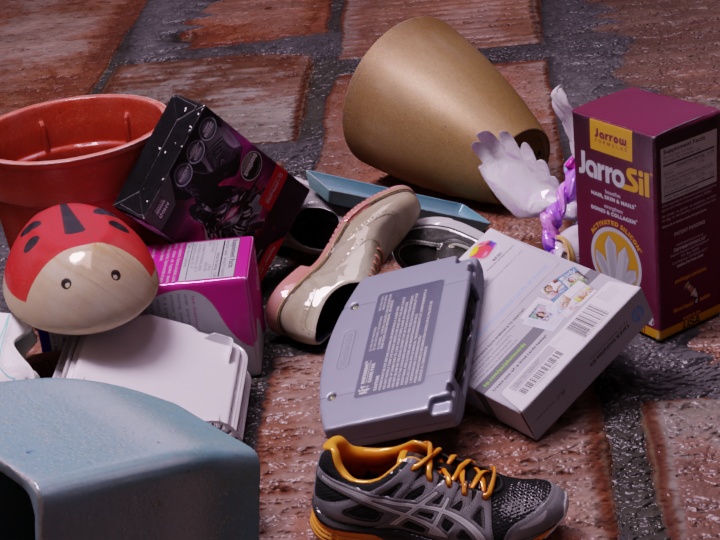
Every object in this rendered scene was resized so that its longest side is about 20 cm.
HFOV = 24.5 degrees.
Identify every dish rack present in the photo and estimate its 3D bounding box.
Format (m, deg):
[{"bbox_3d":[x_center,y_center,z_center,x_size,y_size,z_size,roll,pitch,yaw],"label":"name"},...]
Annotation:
[{"bbox_3d":[-0.175,0.096,1.405,0.170,0.044,0.201,15,27,-7],"label":"dish rack"}]

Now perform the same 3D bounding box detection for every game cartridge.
[{"bbox_3d":[0.033,0.070,1.426,0.132,0.042,0.201,-17,34,25],"label":"game cartridge"}]

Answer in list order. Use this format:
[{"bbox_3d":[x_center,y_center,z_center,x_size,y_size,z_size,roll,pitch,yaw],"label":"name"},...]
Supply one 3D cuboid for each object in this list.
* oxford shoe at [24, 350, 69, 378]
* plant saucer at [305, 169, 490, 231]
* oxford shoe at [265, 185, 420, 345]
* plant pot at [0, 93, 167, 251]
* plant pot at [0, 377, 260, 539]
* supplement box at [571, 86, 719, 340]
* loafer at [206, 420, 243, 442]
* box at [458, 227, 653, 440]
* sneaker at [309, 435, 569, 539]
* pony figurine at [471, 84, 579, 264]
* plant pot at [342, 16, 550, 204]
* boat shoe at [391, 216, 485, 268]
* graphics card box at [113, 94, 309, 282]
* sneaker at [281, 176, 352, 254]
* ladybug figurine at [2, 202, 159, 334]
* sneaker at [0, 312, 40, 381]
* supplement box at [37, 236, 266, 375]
[{"bbox_3d":[-0.298,0.101,1.481,0.198,0.071,0.075,-9,17,-11],"label":"oxford shoe"},{"bbox_3d":[0.039,-0.070,1.745,0.198,0.019,0.070,12,15,-28],"label":"plant saucer"},{"bbox_3d":[0.000,0.000,1.596,0.074,0.071,0.200,27,66,41],"label":"oxford shoe"},{"bbox_3d":[-0.274,-0.051,1.655,0.198,0.197,0.201,-6,24,3],"label":"plant pot"},{"bbox_3d":[-0.178,0.183,1.136,0.199,0.198,0.196,-11,22,-38],"label":"plant pot"},{"bbox_3d":[0.263,-0.054,1.518,0.085,0.202,0.110,-21,28,-30],"label":"supplement box"},{"bbox_3d":[-0.179,0.184,1.286,0.198,0.071,0.074,-18,62,-5],"label":"loafer"},{"bbox_3d":[0.133,0.050,1.450,0.156,0.041,0.199,-44,38,-18],"label":"box"},{"bbox_3d":[0.056,0.166,1.235,0.198,0.078,0.078,-1,23,10],"label":"sneaker"},{"bbox_3d":[0.226,-0.083,1.641,0.199,0.195,0.166,-23,-4,-32],"label":"pony figurine"},{"bbox_3d":[0.112,-0.161,1.854,0.185,0.188,0.200,-23,42,-33],"label":"plant pot"},{"bbox_3d":[0.100,0.000,1.603,0.199,0.071,0.063,16,31,38],"label":"boat shoe"},{"bbox_3d":[-0.142,-0.072,1.624,0.051,0.200,0.126,23,81,38],"label":"graphics card box"},{"bbox_3d":[-0.069,-0.059,1.744,0.198,0.076,0.082,10,5,32],"label":"sneaker"},{"bbox_3d":[-0.248,-0.008,1.449,0.134,0.073,0.200,-13,23,-18],"label":"ladybug figurine"},{"bbox_3d":[-0.305,0.114,1.376,0.079,0.071,0.202,-4,55,-7],"label":"sneaker"},{"bbox_3d":[-0.192,0.041,1.546,0.198,0.102,0.104,-4,24,3],"label":"supplement box"}]
